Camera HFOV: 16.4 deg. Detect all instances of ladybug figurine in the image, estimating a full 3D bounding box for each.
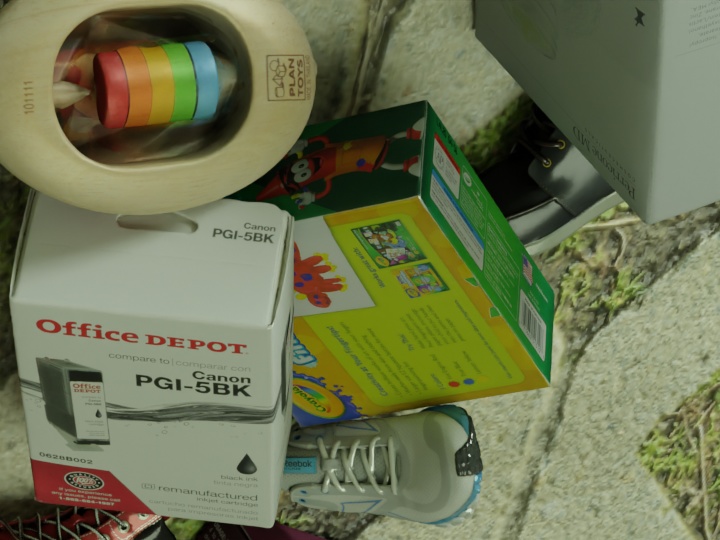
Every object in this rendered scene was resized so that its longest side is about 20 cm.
[{"bbox_3d":[-0.117,-0.098,1.319,0.200,0.072,0.136,-4,94,-28],"label":"ladybug figurine"}]

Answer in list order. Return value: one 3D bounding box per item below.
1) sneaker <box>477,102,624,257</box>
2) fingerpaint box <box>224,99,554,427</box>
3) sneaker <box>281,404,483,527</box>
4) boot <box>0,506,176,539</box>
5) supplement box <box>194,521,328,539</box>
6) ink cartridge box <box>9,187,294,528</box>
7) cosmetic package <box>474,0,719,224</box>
[{"bbox_3d":[0.114,-0.083,1.513,0.200,0.075,0.106,-27,125,-11],"label":"sneaker"},{"bbox_3d":[0.000,0.000,1.445,0.167,0.073,0.200,-11,142,23],"label":"fingerpaint box"},{"bbox_3d":[-0.003,0.122,1.526,0.087,0.200,0.075,0,85,-33],"label":"sneaker"},{"bbox_3d":[-0.193,0.158,1.514,0.144,0.072,0.200,-41,145,4],"label":"boot"},{"bbox_3d":[-0.085,0.270,1.654,0.131,0.103,0.200,25,110,-42],"label":"supplement box"},{"bbox_3d":[-0.113,0.051,1.393,0.147,0.083,0.200,6,142,3],"label":"ink cartridge box"},{"bbox_3d":[0.157,-0.171,1.358,0.123,0.199,0.200,-20,134,-17],"label":"cosmetic package"}]
